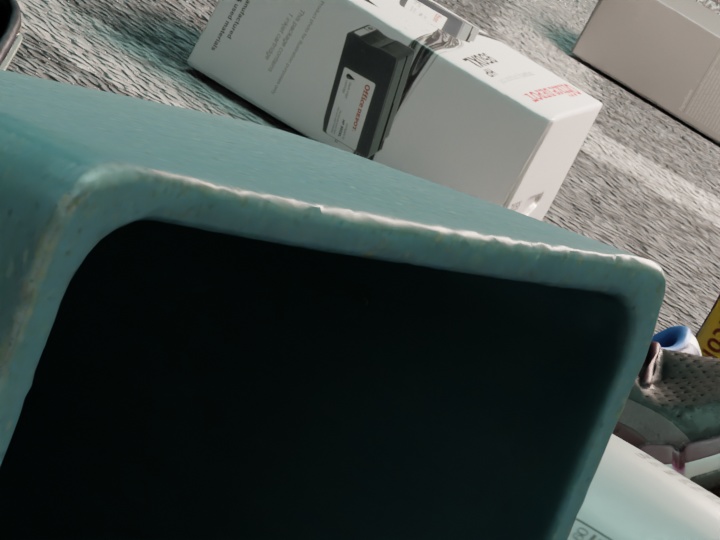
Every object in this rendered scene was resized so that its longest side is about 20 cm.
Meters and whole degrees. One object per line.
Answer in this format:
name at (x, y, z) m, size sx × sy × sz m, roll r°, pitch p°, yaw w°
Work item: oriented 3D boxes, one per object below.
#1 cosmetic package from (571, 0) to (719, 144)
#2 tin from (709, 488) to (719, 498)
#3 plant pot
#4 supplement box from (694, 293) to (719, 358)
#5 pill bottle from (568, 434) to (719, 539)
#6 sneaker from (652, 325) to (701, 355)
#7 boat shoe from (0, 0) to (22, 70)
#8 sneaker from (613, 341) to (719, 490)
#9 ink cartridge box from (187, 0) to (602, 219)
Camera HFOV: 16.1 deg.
cosmetic package at (0.291, -0.172, 2.169) m, size 0.200 × 0.090 × 0.107 m, roll 35°, pitch 19°, yaw 12°
tin at (0.169, 0.132, 0.877) m, size 0.200 × 0.112 × 0.042 m, roll 21°, pitch 7°, yaw -30°
plant pot at (-0.092, 0.042, 0.555) m, size 0.200 × 0.196 × 0.196 m, roll 29°, pitch 12°, yaw 35°
supplement box at (0.227, 0.092, 1.079) m, size 0.200 × 0.131 × 0.103 m, roll 34°, pitch 17°, yaw 23°
pill bottle at (0.063, 0.108, 0.743) m, size 0.200 × 0.115 × 0.114 m, roll 31°, pitch 14°, yaw 26°
sneaker at (0.051, 0.039, 0.973) m, size 0.200 × 0.082 × 0.074 m, roll 18°, pitch -17°, yaw -30°
boat shoe at (-0.164, -0.068, 0.845) m, size 0.073 × 0.063 × 0.200 m, roll 31°, pitch 13°, yaw 6°
sneaker at (0.049, 0.021, 0.840) m, size 0.199 × 0.116 × 0.076 m, roll -10°, pitch 6°, yaw 8°
ink cartridge box at (0.024, -0.106, 1.450) m, size 0.200 × 0.084 × 0.145 m, roll 32°, pitch 15°, yaw 10°
